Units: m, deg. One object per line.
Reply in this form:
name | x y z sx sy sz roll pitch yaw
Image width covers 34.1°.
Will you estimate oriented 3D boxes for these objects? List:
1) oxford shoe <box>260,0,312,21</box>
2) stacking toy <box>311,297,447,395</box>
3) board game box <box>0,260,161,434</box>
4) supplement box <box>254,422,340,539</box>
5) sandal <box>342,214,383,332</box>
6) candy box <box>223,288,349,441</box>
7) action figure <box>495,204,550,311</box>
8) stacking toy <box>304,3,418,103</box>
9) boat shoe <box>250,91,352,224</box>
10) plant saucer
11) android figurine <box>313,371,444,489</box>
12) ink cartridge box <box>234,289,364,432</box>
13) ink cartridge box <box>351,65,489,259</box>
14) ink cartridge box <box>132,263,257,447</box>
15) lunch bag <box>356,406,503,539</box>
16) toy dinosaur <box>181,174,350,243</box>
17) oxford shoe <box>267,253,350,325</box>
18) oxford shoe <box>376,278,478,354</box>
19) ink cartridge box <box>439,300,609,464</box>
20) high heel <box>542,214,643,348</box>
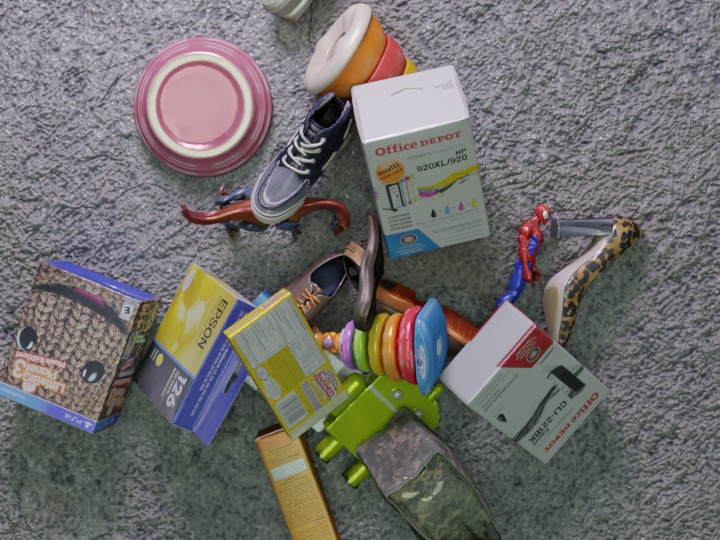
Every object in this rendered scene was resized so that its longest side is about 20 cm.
oxford shoe | -0.061 -0.433 1.665 0.200 0.075 0.058 -51 134 -5
stacking toy | 0.012 0.101 1.616 0.200 0.110 0.116 2 109 17
board game box | -0.400 0.105 1.666 0.159 0.097 0.200 21 93 7
supplement box | -0.089 0.321 1.705 0.069 0.067 0.200 -22 93 1
sandal | 0.000 0.000 1.605 0.055 0.082 0.200 2 51 8
candy box | -0.097 0.129 1.581 0.102 0.026 0.200 -37 124 -16
action figure | 0.234 0.002 1.687 0.052 0.065 0.200 17 95 21
stacking toy | 0.033 -0.266 1.656 0.200 0.146 0.146 32 93 -21
boat shoe | -0.081 -0.158 1.591 0.075 0.093 0.200 31 66 9
plant saucer | -0.227 -0.235 1.678 0.200 0.051 0.201 0 94 -1
android figurine | 0.033 0.220 1.697 0.200 0.041 0.182 -43 109 4
ink cartridge box | -0.100 0.136 1.692 0.200 0.067 0.116 40 91 -2
ink cartridge box | 0.081 -0.148 1.593 0.147 0.145 0.200 -13 129 2
ink cartridge box | -0.224 0.114 1.636 0.047 0.200 0.198 27 93 -37
lunch bag | 0.105 0.313 1.631 0.118 0.164 0.200 -42 112 0
toy dinosaur | -0.114 -0.073 1.645 0.181 0.200 0.105 3 112 31
oxford shoe | -0.086 0.045 1.628 0.071 0.073 0.200 41 65 -3
oxford shoe | 0.097 0.088 1.690 0.200 0.071 0.073 30 110 4
ink cartridge box | 0.231 0.159 1.639 0.144 0.084 0.200 -49 127 3
high heel | 0.340 0.020 1.693 0.142 0.071 0.200 -1 103 -16
